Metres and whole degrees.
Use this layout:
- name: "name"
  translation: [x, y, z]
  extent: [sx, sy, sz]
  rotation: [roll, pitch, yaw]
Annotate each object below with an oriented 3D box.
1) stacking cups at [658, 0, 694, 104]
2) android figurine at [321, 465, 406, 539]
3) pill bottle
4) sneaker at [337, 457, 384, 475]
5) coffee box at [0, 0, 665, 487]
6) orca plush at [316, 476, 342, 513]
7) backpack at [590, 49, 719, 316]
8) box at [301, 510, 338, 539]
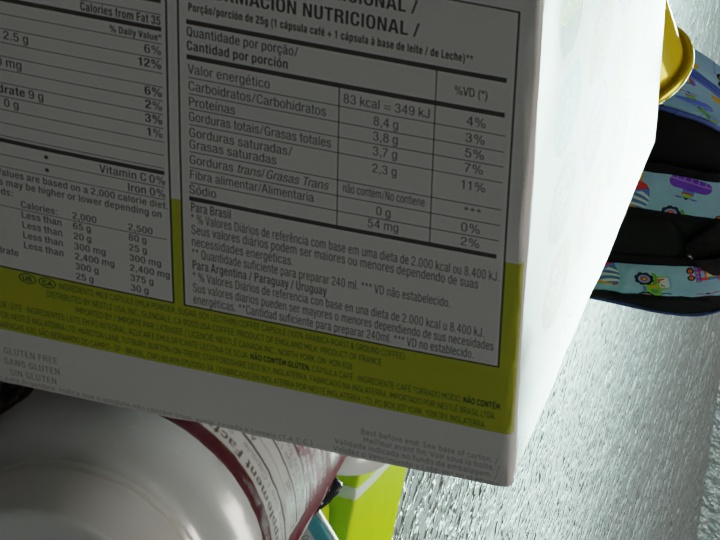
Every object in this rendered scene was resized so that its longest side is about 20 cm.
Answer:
- name: "stacking cups"
  translation: [0.069, -0.145, 1.040]
  extent: [0.061, 0.060, 0.200]
  rotation: [-67, 148, -41]
- name: "android figurine"
  translation: [-0.009, 0.121, 1.548]
  extent: [0.182, 0.041, 0.200]
  rotation: [-40, 141, -70]
- name: "pill bottle"
  translation: [-0.074, 0.074, 1.046]
  extent: [0.200, 0.114, 0.114]
  rotation: [-57, 156, -58]
- name: "sneaker"
  translation: [0.000, 0.000, 1.389]
  extent: [0.201, 0.074, 0.118]
  rotation: [-77, 179, -54]
- name: "coffee box"
  translation: [-0.016, -0.082, 0.956]
  extent: [0.200, 0.200, 0.198]
  rotation: [-64, 161, -48]
- name: "orca plush"
  translation: [-0.055, 0.068, 1.223]
  extent: [0.200, 0.105, 0.071]
  rotation: [-43, 109, -37]
- name: "backpack"
  translation: [0.138, -0.068, 1.655]
  extent: [0.183, 0.200, 0.135]
  rotation: [88, 19, -45]
- name: "box"
  translation: [-0.023, 0.148, 1.352]
  extent: [0.049, 0.082, 0.200]
  rotation: [-32, 168, -4]
